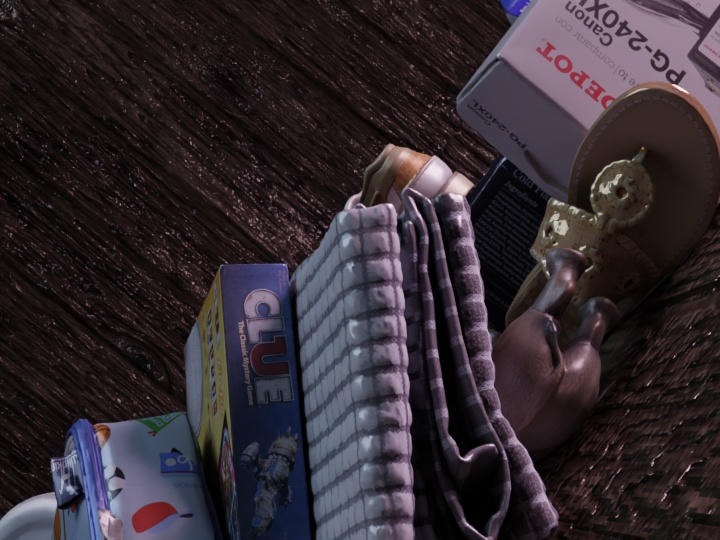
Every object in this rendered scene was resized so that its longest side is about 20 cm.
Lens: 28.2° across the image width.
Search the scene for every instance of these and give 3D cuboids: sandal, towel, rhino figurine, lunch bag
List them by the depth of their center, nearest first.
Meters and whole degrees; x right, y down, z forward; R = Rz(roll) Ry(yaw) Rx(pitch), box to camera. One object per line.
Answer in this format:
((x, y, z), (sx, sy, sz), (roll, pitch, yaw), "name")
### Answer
((0.014, 0.070, 0.665), (0.200, 0.085, 0.167), (126, 140, -65), "towel")
((-0.109, 0.176, 0.692), (0.161, 0.075, 0.201), (-110, 24, -45), "lunch bag")
((0.069, 0.076, 0.735), (0.088, 0.059, 0.200), (-65, 4, -35), "rhino figurine")
((0.121, 0.001, 0.743), (0.070, 0.077, 0.212), (-55, -7, -38), "sandal")

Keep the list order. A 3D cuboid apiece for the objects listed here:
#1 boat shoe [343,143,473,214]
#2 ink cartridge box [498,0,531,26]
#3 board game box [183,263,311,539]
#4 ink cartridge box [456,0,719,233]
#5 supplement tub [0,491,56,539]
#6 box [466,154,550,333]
((0.018, -0.030, 1.053), (0.075, 0.068, 0.200), (-52, -1, -33), "boat shoe")
((0.158, -0.136, 0.890), (0.039, 0.200, 0.100), (12, 57, 49), "ink cartridge box")
((-0.056, 0.114, 0.696), (0.136, 0.034, 0.202), (126, 141, -66), "board game box")
((0.170, -0.129, 0.797), (0.200, 0.145, 0.083), (-52, 4, -17), "ink cartridge box")
((-0.136, 0.197, 0.911), (0.123, 0.123, 0.200), (-52, -24, 14), "supplement tub")
((0.085, 0.021, 0.993), (0.183, 0.104, 0.200), (-54, 0, 3), "box")
